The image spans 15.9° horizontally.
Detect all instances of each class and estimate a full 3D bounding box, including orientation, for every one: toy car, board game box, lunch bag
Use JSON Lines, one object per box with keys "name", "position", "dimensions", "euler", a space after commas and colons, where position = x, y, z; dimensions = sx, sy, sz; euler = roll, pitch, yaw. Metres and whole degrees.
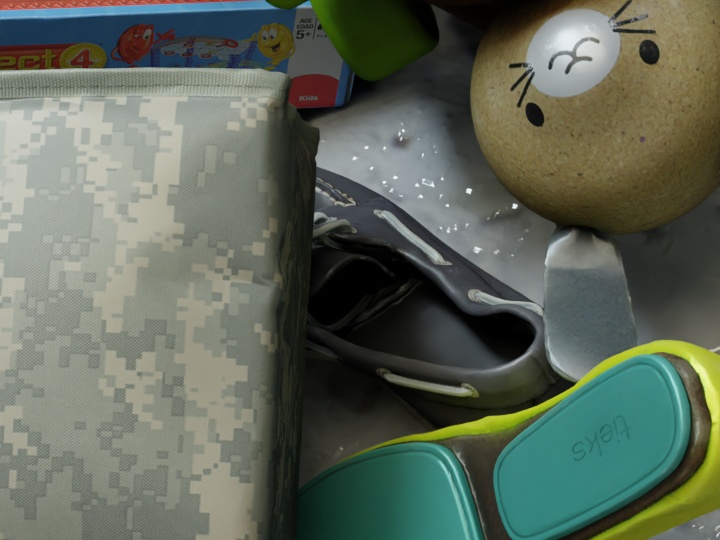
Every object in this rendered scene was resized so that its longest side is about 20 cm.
{"name": "toy car", "position": [0.072, -0.070, 0.818], "dimensions": [0.164, 0.158, 0.201], "euler": [-28, 69, 14]}
{"name": "board game box", "position": [-0.114, -0.148, 0.983], "dimensions": [0.199, 0.056, 0.197], "euler": [-4, 52, -13]}
{"name": "lunch bag", "position": [-0.118, 0.024, 0.804], "dimensions": [0.198, 0.118, 0.165], "euler": [2, 82, 5]}

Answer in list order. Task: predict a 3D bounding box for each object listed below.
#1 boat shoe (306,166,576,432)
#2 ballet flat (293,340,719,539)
{"name": "boat shoe", "position": [0.000, 0.000, 0.882], "dimensions": [0.200, 0.063, 0.073], "euler": [33, 72, 33]}
{"name": "ballet flat", "position": [0.054, 0.074, 0.802], "dimensions": [0.200, 0.067, 0.067], "euler": [-28, 66, 42]}
